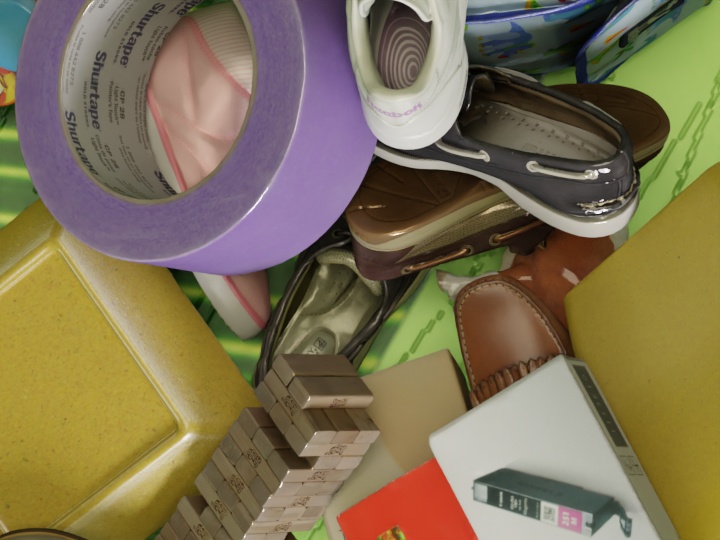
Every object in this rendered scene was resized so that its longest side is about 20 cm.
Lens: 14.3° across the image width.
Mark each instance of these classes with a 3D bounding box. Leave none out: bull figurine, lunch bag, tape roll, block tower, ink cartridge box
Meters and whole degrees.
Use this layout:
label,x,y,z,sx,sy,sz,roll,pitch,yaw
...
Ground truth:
label,x,y,z,sx,sy,sz,roll,pitch,yaw
bull figurine,0.118,0.030,1.689,0.121,0.065,0.201,-18,78,7
lunch bag,0.115,-0.175,1.654,0.198,0.170,0.128,-6,84,4
tape roll,-0.092,-0.101,1.606,0.199,0.085,0.202,-3,84,31
block tower,-0.065,0.139,1.634,0.054,0.058,0.201,52,122,34
ink cartridge box,0.090,0.174,1.544,0.173,0.044,0.201,-33,74,17

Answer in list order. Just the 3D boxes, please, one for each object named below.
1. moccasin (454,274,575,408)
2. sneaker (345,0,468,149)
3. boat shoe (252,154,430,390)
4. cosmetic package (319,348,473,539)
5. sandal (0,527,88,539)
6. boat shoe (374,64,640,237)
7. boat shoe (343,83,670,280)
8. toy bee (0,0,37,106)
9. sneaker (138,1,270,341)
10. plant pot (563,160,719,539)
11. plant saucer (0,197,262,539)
label,x,y,z,sx,sy,sz,roll,pitch,yaw
moccasin,0.100,0.100,1.616,0.073,0.078,0.203,-14,89,15
sneaker,0.032,-0.170,1.527,0.074,0.100,0.202,1,83,9
boat shoe,-0.001,0.000,1.693,0.071,0.066,0.202,30,87,2
cosmetic package,0.037,0.158,1.648,0.105,0.071,0.201,-20,70,3
sandal,-0.146,0.211,1.620,0.199,0.054,0.081,29,117,19
boat shoe,0.065,-0.085,1.590,0.199,0.061,0.074,29,60,23
boat shoe,0.085,-0.045,1.645,0.199,0.072,0.072,-23,51,-15
toy bee,-0.219,-0.139,1.695,0.108,0.131,0.202,-5,95,25
sneaker,-0.070,-0.067,1.697,0.104,0.075,0.201,-22,80,5
plant pot,0.233,0.042,1.597,0.200,0.199,0.177,-44,71,32
plant saucer,-0.183,0.075,1.676,0.200,0.048,0.200,-37,85,13
